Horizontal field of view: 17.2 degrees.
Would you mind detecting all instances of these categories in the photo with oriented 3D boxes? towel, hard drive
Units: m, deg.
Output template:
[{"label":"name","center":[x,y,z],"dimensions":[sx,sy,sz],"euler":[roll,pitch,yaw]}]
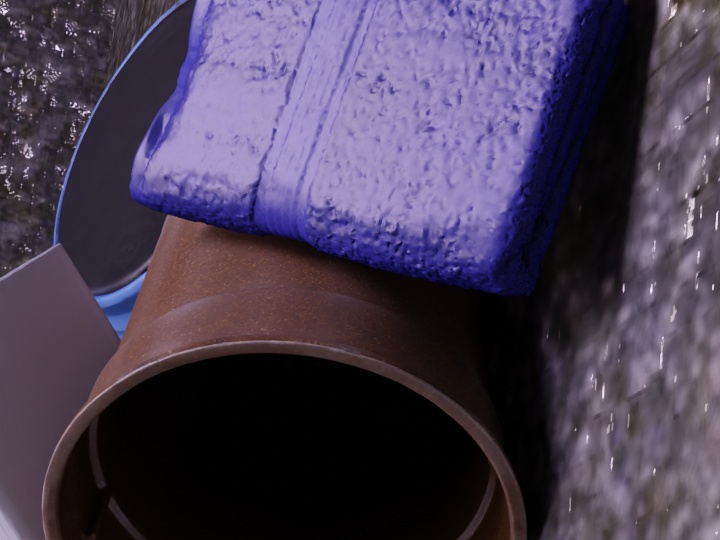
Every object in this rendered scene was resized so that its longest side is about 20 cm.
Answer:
[{"label":"towel","center":[0.009,-0.074,0.984],"dimensions":[0.200,0.050,0.148],"euler":[15,82,35]},{"label":"hard drive","center":[-0.123,0.097,1.072],"dimensions":[0.027,0.200,0.132],"euler":[-29,5,33]}]

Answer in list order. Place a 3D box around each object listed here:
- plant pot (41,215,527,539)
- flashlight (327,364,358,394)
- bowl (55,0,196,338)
[{"label":"plant pot","center":[-0.025,0.048,1.056],"dimensions":[0.198,0.200,0.200],"euler":[-83,8,-52]},{"label":"flashlight","center":[0.000,0.000,1.261],"dimensions":[0.068,0.068,0.200],"euler":[-33,43,27]},{"label":"bowl","center":[-0.093,-0.061,1.241],"dimensions":[0.201,0.039,0.201],"euler":[-38,37,36]}]
